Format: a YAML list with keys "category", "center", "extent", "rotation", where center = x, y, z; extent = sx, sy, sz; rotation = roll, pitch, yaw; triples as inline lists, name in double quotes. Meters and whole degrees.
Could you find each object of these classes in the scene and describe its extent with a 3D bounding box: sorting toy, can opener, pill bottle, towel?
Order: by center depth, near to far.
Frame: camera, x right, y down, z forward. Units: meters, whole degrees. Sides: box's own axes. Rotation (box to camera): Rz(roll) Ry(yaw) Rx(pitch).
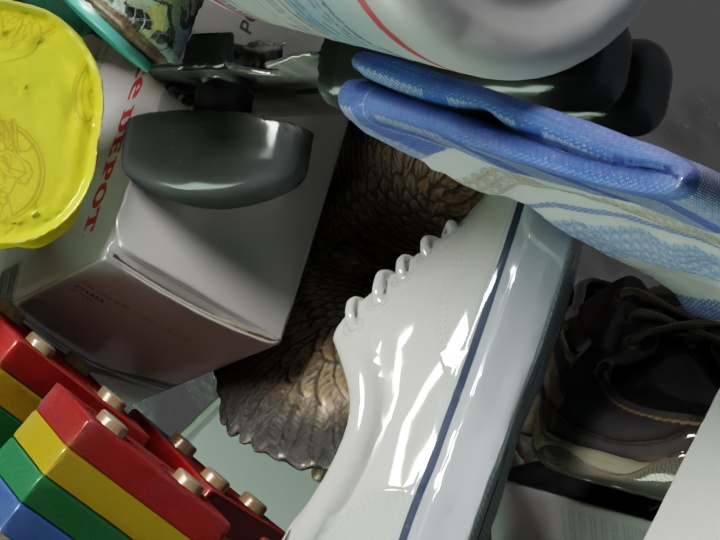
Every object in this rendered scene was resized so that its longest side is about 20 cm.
- category: "pill bottle"
  center: [-0.002, -0.122, 0.749]
  extent: [0.109, 0.109, 0.200]
  rotation: [55, 164, -28]
- category: "towel"
  center: [0.100, -0.007, 0.760]
  extent: [0.147, 0.024, 0.200]
  rotation: [22, 177, 46]
- category: "can opener"
  center: [0.010, -0.054, 0.857]
  extent: [0.199, 0.067, 0.053]
  rotation: [-3, 165, 35]
- category: "sorting toy"
  center: [-0.078, 0.098, 0.914]
  extent: [0.199, 0.070, 0.200]
  rotation: [41, 178, -31]

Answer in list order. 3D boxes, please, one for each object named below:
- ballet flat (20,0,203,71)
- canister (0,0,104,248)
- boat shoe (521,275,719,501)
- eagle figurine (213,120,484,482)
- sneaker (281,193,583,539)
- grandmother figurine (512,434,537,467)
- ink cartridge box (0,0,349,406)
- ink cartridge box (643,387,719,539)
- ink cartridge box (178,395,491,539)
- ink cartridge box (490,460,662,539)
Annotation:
- category: "ballet flat"
  center: [-0.087, -0.116, 0.903]
  extent: [0.074, 0.074, 0.200]
  rotation: [52, 174, -19]
- category: "canister"
  center: [-0.192, -0.057, 0.945]
  extent: [0.148, 0.087, 0.200]
  rotation: [8, 178, -21]
- category: "boat shoe"
  center: [0.099, 0.038, 0.910]
  extent: [0.074, 0.074, 0.200]
  rotation: [14, -176, -15]
- category: "eagle figurine"
  center: [0.008, -0.001, 1.005]
  extent: [0.200, 0.150, 0.153]
  rotation: [84, 169, -85]
- category: "sneaker"
  center: [0.028, 0.020, 0.854]
  extent: [0.070, 0.201, 0.073]
  rotation: [18, 160, 9]
- category: "grandmother figurine"
  center: [0.101, 0.082, 1.095]
  extent: [0.200, 0.061, 0.121]
  rotation: [50, 127, 4]
- category: "ink cartridge box"
  center: [-0.095, -0.026, 1.014]
  extent: [0.083, 0.147, 0.200]
  rotation: [29, 152, -25]
- category: "ink cartridge box"
  center: [0.197, 0.097, 0.741]
  extent: [0.146, 0.085, 0.200]
  rotation: [32, 170, -21]
- category: "ink cartridge box"
  center: [0.000, 0.100, 1.205]
  extent: [0.146, 0.084, 0.200]
  rotation: [46, -162, 2]
- category: "ink cartridge box"
  center: [0.137, 0.094, 0.936]
  extent: [0.200, 0.094, 0.037]
  rotation: [13, 112, 60]
